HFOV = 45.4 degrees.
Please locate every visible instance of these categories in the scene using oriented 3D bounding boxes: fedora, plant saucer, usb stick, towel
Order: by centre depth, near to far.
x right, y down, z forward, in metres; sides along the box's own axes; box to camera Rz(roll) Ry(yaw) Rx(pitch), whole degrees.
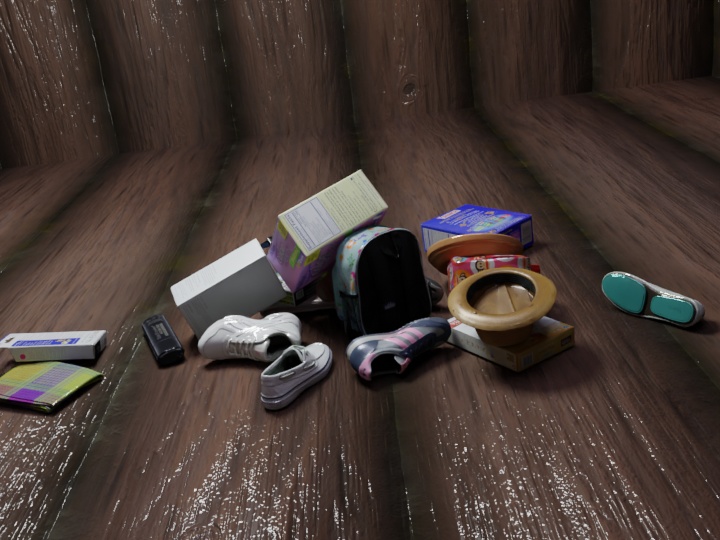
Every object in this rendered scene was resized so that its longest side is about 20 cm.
[{"bbox_3d":[0.243,0.070,1.465,0.197,0.083,0.201,-8,27,4],"label":"fedora"},{"bbox_3d":[-0.593,0.210,1.589,0.197,0.023,0.144,4,23,25],"label":"towel"},{"bbox_3d":[-0.392,0.135,1.700,0.055,0.033,0.200,-22,24,-16],"label":"usb stick"},{"bbox_3d":[0.235,-0.025,1.762,0.197,0.038,0.200,-1,-18,0],"label":"plant saucer"},{"bbox_3d":[-0.111,0.041,1.844,0.188,0.033,0.200,-5,22,5],"label":"towel"}]

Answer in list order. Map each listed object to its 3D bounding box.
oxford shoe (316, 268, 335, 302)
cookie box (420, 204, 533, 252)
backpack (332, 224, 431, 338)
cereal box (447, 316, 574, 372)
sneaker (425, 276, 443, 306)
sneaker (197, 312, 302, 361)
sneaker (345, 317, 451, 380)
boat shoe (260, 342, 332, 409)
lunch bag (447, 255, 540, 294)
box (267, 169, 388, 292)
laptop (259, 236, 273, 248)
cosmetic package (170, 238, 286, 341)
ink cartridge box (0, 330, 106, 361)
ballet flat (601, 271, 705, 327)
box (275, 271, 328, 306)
[{"bbox_3d":[0.000,0.000,1.751,0.198,0.071,0.075,-29,8,3],"label":"oxford shoe"},{"bbox_3d":[0.267,-0.084,1.975,0.170,0.076,0.199,-24,27,-36],"label":"cookie box"},{"bbox_3d":[0.035,0.015,1.623,0.176,0.203,0.150,-22,25,-31],"label":"backpack"},{"bbox_3d":[0.258,0.111,1.525,0.143,0.040,0.199,-21,25,-31],"label":"cereal box"},{"bbox_3d":[0.095,0.024,1.758,0.198,0.077,0.079,12,26,40],"label":"sneaker"},{"bbox_3d":[-0.201,0.131,1.585,0.197,0.079,0.100,-11,24,-7],"label":"sneaker"},{"bbox_3d":[0.079,0.143,1.490,0.197,0.071,0.082,-17,39,-15],"label":"sneaker"},{"bbox_3d":[-0.105,0.163,1.478,0.073,0.068,0.200,2,23,22],"label":"boat shoe"},{"bbox_3d":[0.255,0.011,1.644,0.173,0.083,0.200,-5,-4,4],"label":"lunch bag"},{"bbox_3d":[-0.066,-0.074,1.668,0.199,0.097,0.176,-31,-13,-24],"label":"box"},{"bbox_3d":[-0.116,-0.039,1.894,0.185,0.117,0.201,-19,54,-26],"label":"laptop"},{"bbox_3d":[-0.259,0.041,1.696,0.198,0.114,0.081,-29,35,-8],"label":"cosmetic package"},{"bbox_3d":[-0.609,0.148,1.693,0.197,0.038,0.095,0,13,-2],"label":"ink cartridge box"},{"bbox_3d":[0.532,0.055,1.560,0.069,0.070,0.199,-22,29,-34],"label":"ballet flat"},{"bbox_3d":[-0.117,0.013,1.826,0.109,0.035,0.199,10,28,36],"label":"box"}]
